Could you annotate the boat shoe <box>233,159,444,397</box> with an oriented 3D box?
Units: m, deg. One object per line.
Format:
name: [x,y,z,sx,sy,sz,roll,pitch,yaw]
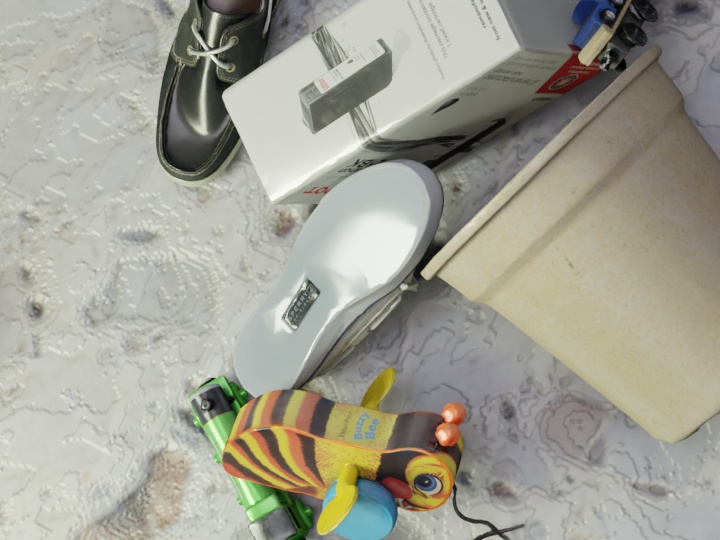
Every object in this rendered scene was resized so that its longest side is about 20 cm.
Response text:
boat shoe: [0.003,0.004,1.388,0.075,0.086,0.202,47,123,19]

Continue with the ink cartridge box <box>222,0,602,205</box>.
ink cartridge box: [0.037,-0.120,1.354,0.200,0.144,0.084,-30,77,29]

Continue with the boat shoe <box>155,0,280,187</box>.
boat shoe: [-0.097,-0.156,1.457,0.072,0.068,0.200,17,88,12]

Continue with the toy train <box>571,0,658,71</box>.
toy train: [0.170,-0.185,1.352,0.046,0.200,0.034,34,132,-5]

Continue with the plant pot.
plant pot: [0.170,-0.002,1.328,0.200,0.200,0.184,-44,88,4]

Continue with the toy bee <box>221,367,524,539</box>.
toy bee: [0.020,0.111,1.360,0.200,0.109,0.131,6,45,-17]

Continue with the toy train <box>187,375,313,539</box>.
toy train: [-0.057,0.156,1.413,0.042,0.056,0.200,-32,78,7]
